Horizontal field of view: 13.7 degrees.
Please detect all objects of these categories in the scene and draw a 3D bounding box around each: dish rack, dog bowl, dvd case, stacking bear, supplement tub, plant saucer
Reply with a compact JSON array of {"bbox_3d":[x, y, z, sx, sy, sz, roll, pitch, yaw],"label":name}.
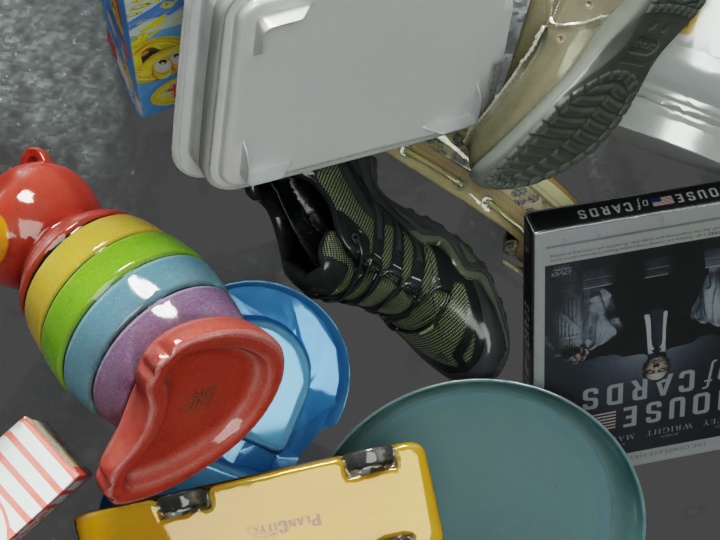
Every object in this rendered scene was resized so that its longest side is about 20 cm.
[{"bbox_3d":[-0.001,-0.118,1.630,0.200,0.044,0.172,-16,140,-23],"label":"dish rack"},{"bbox_3d":[-0.082,0.101,1.753,0.111,0.050,0.200,23,90,-10],"label":"dog bowl"},{"bbox_3d":[0.169,0.036,1.748,0.150,0.025,0.200,-10,131,-8],"label":"dvd case"},{"bbox_3d":[-0.145,0.015,1.678,0.114,0.200,0.122,-14,139,-43],"label":"stacking bear"},{"bbox_3d":[0.208,-0.163,1.736,0.144,0.144,0.200,21,90,-10],"label":"supplement tub"},{"bbox_3d":[0.068,0.149,1.765,0.200,0.027,0.200,-1,113,-2],"label":"plant saucer"}]

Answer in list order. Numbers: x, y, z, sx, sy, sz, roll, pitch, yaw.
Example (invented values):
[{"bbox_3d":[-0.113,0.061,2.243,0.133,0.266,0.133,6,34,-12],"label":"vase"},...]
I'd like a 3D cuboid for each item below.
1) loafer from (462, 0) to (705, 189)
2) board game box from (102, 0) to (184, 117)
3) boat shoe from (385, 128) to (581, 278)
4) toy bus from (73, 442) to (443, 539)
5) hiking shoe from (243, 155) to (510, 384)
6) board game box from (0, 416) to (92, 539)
[{"bbox_3d":[0.124,-0.129,1.660,0.200,0.075,0.070,-49,61,16],"label":"loafer"},{"bbox_3d":[-0.046,-0.176,1.663,0.200,0.196,0.056,-21,73,-7],"label":"board game box"},{"bbox_3d":[0.084,-0.040,1.765,0.200,0.073,0.063,44,92,1],"label":"boat shoe"},{"bbox_3d":[-0.058,0.147,1.689,0.200,0.078,0.065,-12,86,-6],"label":"toy bus"},{"bbox_3d":[0.000,0.000,1.728,0.200,0.076,0.101,48,42,-2],"label":"hiking shoe"},{"bbox_3d":[-0.221,0.147,1.654,0.151,0.200,0.046,-42,89,-4],"label":"board game box"}]
